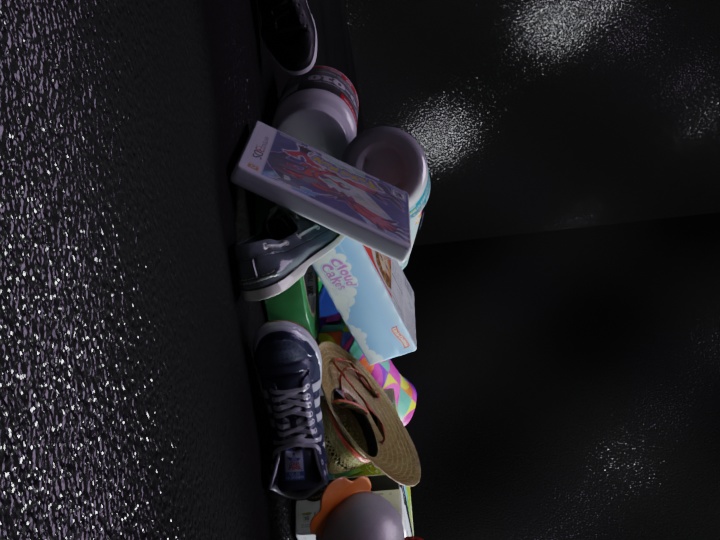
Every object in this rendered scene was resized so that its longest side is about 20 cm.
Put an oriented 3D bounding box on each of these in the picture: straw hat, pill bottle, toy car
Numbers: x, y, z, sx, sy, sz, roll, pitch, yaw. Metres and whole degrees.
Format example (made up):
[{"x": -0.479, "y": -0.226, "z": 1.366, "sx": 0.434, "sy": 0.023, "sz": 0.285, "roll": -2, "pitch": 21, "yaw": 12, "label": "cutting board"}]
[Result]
[{"x": -0.021, "y": 0.188, "z": 1.278, "sx": 0.201, "sy": 0.085, "sz": 0.201, "roll": 48, "pitch": 15, "yaw": -17, "label": "straw hat"}, {"x": 0.036, "y": -0.118, "z": 1.435, "sx": 0.200, "sy": 0.110, "sz": 0.112, "roll": 25, "pitch": 59, "yaw": -84, "label": "pill bottle"}, {"x": -0.003, "y": 0.314, "z": 1.161, "sx": 0.184, "sy": 0.176, "sz": 0.201, "roll": 0, "pitch": -57, "yaw": 60, "label": "toy car"}, {"x": -0.060, "y": -0.197, "z": 1.471, "sx": 0.200, "sy": 0.113, "sz": 0.115, "roll": -88, "pitch": 171, "yaw": -66, "label": "pill bottle"}]

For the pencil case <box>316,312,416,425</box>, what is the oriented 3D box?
[{"x": 0.003, "y": 0.133, "z": 1.438, "sx": 0.200, "sy": 0.088, "sz": 0.089, "roll": 52, "pitch": 27, "yaw": -46, "label": "pencil case"}]

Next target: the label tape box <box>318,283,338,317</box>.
[{"x": -0.029, "y": 0.058, "z": 1.497, "sx": 0.200, "sy": 0.063, "sz": 0.145, "roll": -56, "pitch": 168, "yaw": -84, "label": "label tape box"}]

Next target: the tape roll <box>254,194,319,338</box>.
[{"x": -0.085, "y": -0.017, "z": 1.310, "sx": 0.200, "sy": 0.048, "sz": 0.203, "roll": -6, "pitch": 90, "yaw": -86, "label": "tape roll"}]

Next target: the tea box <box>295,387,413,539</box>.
[{"x": -0.005, "y": 0.289, "z": 1.397, "sx": 0.201, "sy": 0.132, "sz": 0.198, "roll": 79, "pitch": 5, "yaw": -49, "label": "tea box"}]

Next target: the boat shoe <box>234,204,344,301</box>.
[{"x": -0.071, "y": -0.039, "z": 1.140, "sx": 0.200, "sy": 0.072, "sz": 0.062, "roll": -49, "pitch": 122, "yaw": -54, "label": "boat shoe"}]

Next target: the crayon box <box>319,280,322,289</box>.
[{"x": -0.026, "y": 0.012, "z": 1.773, "sx": 0.200, "sy": 0.058, "sz": 0.120, "roll": -63, "pitch": 149, "yaw": -60, "label": "crayon box"}]

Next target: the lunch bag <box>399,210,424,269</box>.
[{"x": 0.035, "y": -0.037, "z": 1.692, "sx": 0.200, "sy": 0.076, "sz": 0.162, "roll": -46, "pitch": 150, "yaw": -66, "label": "lunch bag"}]

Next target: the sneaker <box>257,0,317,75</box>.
[{"x": -0.109, "y": -0.353, "z": 1.382, "sx": 0.112, "sy": 0.072, "sz": 0.202, "roll": 39, "pitch": 37, "yaw": -80, "label": "sneaker"}]

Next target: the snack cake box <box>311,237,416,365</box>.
[{"x": 0.000, "y": 0.000, "z": 1.322, "sx": 0.116, "sy": 0.067, "sz": 0.201, "roll": -88, "pitch": 154, "yaw": -54, "label": "snack cake box"}]

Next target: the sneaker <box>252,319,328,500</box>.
[{"x": -0.070, "y": 0.151, "z": 1.125, "sx": 0.109, "sy": 0.069, "sz": 0.201, "roll": -94, "pitch": 179, "yaw": -47, "label": "sneaker"}]

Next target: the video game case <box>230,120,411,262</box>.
[{"x": -0.037, "y": -0.090, "z": 1.193, "sx": 0.023, "sy": 0.199, "sz": 0.183, "roll": -61, "pitch": -171, "yaw": 21, "label": "video game case"}]

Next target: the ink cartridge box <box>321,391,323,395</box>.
[{"x": -0.025, "y": 0.215, "z": 1.699, "sx": 0.200, "sy": 0.067, "sz": 0.117, "roll": 70, "pitch": 15, "yaw": -76, "label": "ink cartridge box"}]
